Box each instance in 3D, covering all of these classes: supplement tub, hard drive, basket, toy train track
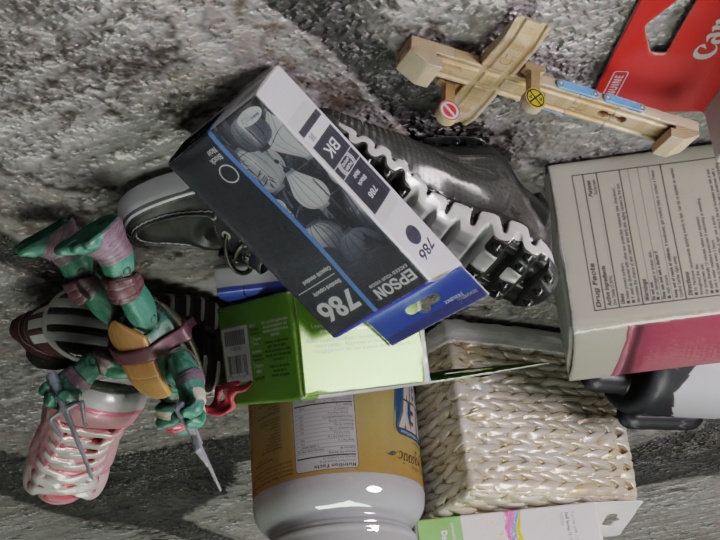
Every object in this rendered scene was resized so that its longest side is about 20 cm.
[{"bbox_3d":[-0.021,0.149,1.204,0.143,0.202,0.145,-4,156,-2],"label":"supplement tub"},{"bbox_3d":[0.000,0.000,1.053,0.198,0.026,0.132,-7,176,1],"label":"hard drive"},{"bbox_3d":[0.119,0.160,1.314,0.198,0.162,0.198,7,152,-29],"label":"basket"},{"bbox_3d":[0.116,-0.098,0.875,0.198,0.033,0.115,13,151,-18],"label":"toy train track"}]

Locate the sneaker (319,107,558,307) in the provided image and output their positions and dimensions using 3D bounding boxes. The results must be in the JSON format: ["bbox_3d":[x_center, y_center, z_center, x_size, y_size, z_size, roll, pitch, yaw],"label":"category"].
[{"bbox_3d":[0.046,-0.057,0.941,0.199,0.091,0.067,29,135,-11],"label":"sneaker"}]

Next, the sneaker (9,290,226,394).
[{"bbox_3d":[-0.189,0.054,1.142,0.115,0.076,0.199,-8,160,43],"label":"sneaker"}]

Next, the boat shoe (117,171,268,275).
[{"bbox_3d":[-0.065,-0.030,0.973,0.198,0.067,0.070,-4,155,-4],"label":"boat shoe"}]

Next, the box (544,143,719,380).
[{"bbox_3d":[0.236,-0.008,1.017,0.198,0.129,0.109,-7,156,4],"label":"box"}]

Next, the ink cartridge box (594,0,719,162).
[{"bbox_3d":[0.246,-0.132,0.855,0.174,0.045,0.200,-3,155,-10],"label":"ink cartridge box"}]

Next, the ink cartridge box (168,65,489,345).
[{"bbox_3d":[-0.020,-0.026,0.902,0.200,0.039,0.099,45,133,-15],"label":"ink cartridge box"}]

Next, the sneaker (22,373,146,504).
[{"bbox_3d":[-0.219,0.136,1.130,0.075,0.106,0.200,13,172,-16],"label":"sneaker"}]

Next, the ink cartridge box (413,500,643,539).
[{"bbox_3d":[0.146,0.255,1.250,0.198,0.068,0.117,-6,154,-4],"label":"ink cartridge box"}]

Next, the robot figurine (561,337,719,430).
[{"bbox_3d":[0.269,0.060,1.170,0.198,0.126,0.150,4,166,-20],"label":"robot figurine"}]

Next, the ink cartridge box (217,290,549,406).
[{"bbox_3d":[0.014,0.049,1.052,0.198,0.077,0.148,-6,176,-26],"label":"ink cartridge box"}]

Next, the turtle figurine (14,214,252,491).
[{"bbox_3d":[-0.160,0.060,0.998,0.149,0.101,0.201,-12,112,34],"label":"turtle figurine"}]
